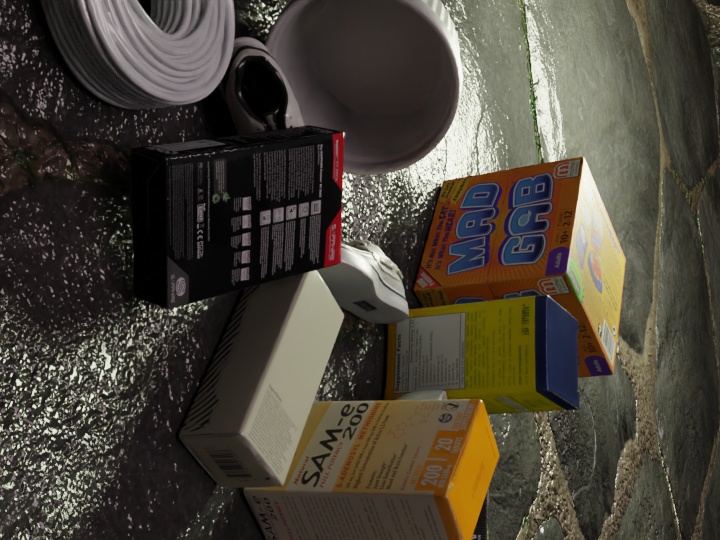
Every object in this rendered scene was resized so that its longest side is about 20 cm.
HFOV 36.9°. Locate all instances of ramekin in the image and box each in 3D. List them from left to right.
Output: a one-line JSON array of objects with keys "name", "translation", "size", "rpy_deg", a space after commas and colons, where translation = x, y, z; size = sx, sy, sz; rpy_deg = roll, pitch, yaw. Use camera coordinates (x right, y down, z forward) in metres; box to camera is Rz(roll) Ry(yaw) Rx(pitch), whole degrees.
[{"name": "ramekin", "translation": [0.008, -0.208, 1.086], "size": [0.105, 0.200, 0.200], "rpy_deg": [-71, 143, -55]}]

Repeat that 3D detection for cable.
[{"name": "cable", "translation": [-0.179, -0.229, 0.871], "size": [0.200, 0.069, 0.200], "rpy_deg": [-49, 127, -53]}]

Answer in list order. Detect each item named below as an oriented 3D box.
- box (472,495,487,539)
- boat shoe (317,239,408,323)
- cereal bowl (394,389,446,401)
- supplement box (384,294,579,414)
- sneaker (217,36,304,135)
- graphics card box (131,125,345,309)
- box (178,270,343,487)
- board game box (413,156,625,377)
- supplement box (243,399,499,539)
[{"name": "box", "translation": [0.127, 0.323, 1.249], "size": [0.200, 0.044, 0.161], "rpy_deg": [55, 35, -77]}, {"name": "boat shoe", "translation": [0.000, 0.000, 1.146], "size": [0.200, 0.072, 0.066], "rpy_deg": [33, 51, -56]}, {"name": "cereal bowl", "translation": [0.049, 0.224, 1.139], "size": [0.200, 0.083, 0.201], "rpy_deg": [1, 90, -82]}, {"name": "supplement box", "translation": [0.140, 0.103, 1.240], "size": [0.109, 0.200, 0.109], "rpy_deg": [32, 56, -55]}, {"name": "sneaker", "translation": [-0.080, -0.116, 0.997], "size": [0.200, 0.074, 0.080], "rpy_deg": [66, -7, -17]}, {"name": "graphics card box", "translation": [-0.098, -0.050, 0.909], "size": [0.200, 0.051, 0.126], "rpy_deg": [-17, 116, -46]}, {"name": "box", "translation": [-0.084, 0.091, 0.968], "size": [0.082, 0.068, 0.200], "rpy_deg": [61, 35, -36]}, {"name": "board game box", "translation": [0.215, 0.005, 1.404], "size": [0.200, 0.199, 0.200], "rpy_deg": [57, 37, -38]}, {"name": "supplement box", "translation": [0.012, 0.184, 0.983], "size": [0.126, 0.200, 0.074], "rpy_deg": [-60, 138, -50]}]
